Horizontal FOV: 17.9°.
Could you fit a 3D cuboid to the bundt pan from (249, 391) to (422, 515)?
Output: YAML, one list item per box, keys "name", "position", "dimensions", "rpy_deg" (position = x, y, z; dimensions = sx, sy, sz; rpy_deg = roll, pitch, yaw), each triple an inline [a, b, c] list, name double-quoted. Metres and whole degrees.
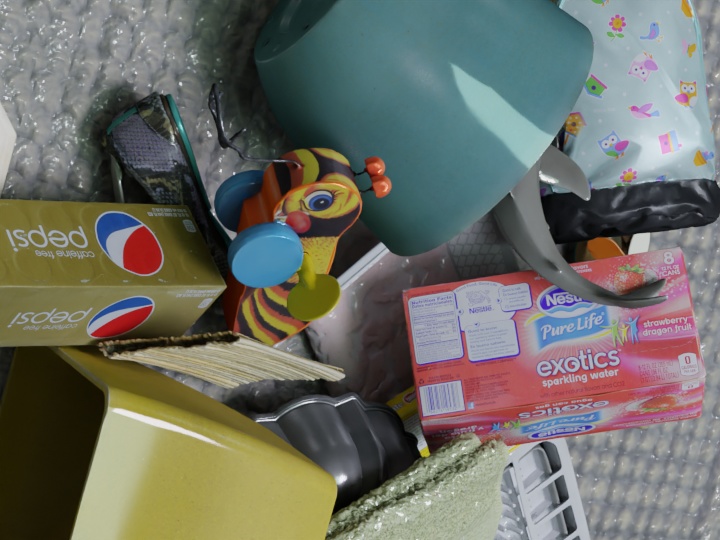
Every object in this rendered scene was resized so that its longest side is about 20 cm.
- name: "bundt pan"
  position: [-0.031, 0.189, 1.609]
  dimensions: [0.201, 0.076, 0.202]
  rpy_deg: [-17, 131, -20]

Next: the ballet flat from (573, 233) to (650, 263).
- name: "ballet flat"
  position: [0.199, -0.066, 1.778]
  dimensions: [0.069, 0.063, 0.200]
  rpy_deg: [-24, 119, -36]

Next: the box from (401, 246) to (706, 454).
- name: "box"
  position: [0.135, 0.058, 1.611]
  dimensions: [0.095, 0.199, 0.103]
  rpy_deg: [73, 8, -69]

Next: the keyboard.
- name: "keyboard"
  position: [0.000, 0.000, 1.595]
  dimensions: [0.200, 0.056, 0.011]
  rpy_deg: [-40, 85, -25]

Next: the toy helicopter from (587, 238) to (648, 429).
- name: "toy helicopter"
  position: [0.197, 0.062, 1.759]
  dimensions: [0.200, 0.079, 0.133]
  rpy_deg: [51, 50, -58]

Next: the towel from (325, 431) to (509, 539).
- name: "towel"
  position: [0.022, 0.203, 1.560]
  dimensions: [0.200, 0.036, 0.149]
  rpy_deg: [-27, 135, -32]

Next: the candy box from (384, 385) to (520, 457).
- name: "candy box"
  position: [0.047, 0.129, 1.697]
  dimensions: [0.200, 0.026, 0.102]
  rpy_deg: [-31, 131, -19]

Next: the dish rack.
- name: "dish rack"
  position: [0.090, 0.225, 1.787]
  dimensions: [0.200, 0.043, 0.172]
  rpy_deg: [-37, 130, -27]

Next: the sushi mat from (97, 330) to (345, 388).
- name: "sushi mat"
  position: [-0.086, 0.060, 1.492]
  dimensions: [0.200, 0.095, 0.012]
  rpy_deg: [26, 60, -69]

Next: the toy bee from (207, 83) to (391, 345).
- name: "toy bee"
  position: [-0.035, -0.029, 1.435]
  dimensions: [0.108, 0.200, 0.131]
  rpy_deg: [-8, 67, -9]

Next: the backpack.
- name: "backpack"
  position: [0.187, -0.125, 1.674]
  dimensions: [0.166, 0.127, 0.201]
  rpy_deg: [-6, 89, -17]

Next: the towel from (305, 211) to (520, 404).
- name: "towel"
  position: [0.035, 0.004, 1.680]
  dimensions: [0.191, 0.032, 0.200]
  rpy_deg: [-38, 125, -26]

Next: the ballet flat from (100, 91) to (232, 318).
- name: "ballet flat"
  position: [-0.119, -0.027, 1.521]
  dimensions: [0.072, 0.072, 0.201]
  rpy_deg: [-42, 127, -24]

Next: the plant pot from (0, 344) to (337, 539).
- name: "plant pot"
  position: [-0.130, 0.164, 1.440]
  dimensions: [0.176, 0.200, 0.200]
  rpy_deg: [13, 95, -24]

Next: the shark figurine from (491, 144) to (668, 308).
- name: "shark figurine"
  position: [0.119, -0.051, 1.553]
  dimensions: [0.128, 0.215, 0.090]
  rpy_deg: [-21, 161, 0]

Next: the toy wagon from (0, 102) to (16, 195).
- name: "toy wagon"
  position: [-0.297, -0.073, 1.356]
  dimensions: [0.200, 0.040, 0.156]
  rpy_deg: [12, 96, -42]

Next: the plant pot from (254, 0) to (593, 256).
- name: "plant pot"
  position: [0.028, -0.138, 1.522]
  dimensions: [0.161, 0.200, 0.201]
  rpy_deg: [40, 76, -19]

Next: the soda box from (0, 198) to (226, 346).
- name: "soda box"
  position: [-0.183, 0.002, 1.401]
  dimensions: [0.200, 0.068, 0.064]
  rpy_deg: [0, 144, -46]
